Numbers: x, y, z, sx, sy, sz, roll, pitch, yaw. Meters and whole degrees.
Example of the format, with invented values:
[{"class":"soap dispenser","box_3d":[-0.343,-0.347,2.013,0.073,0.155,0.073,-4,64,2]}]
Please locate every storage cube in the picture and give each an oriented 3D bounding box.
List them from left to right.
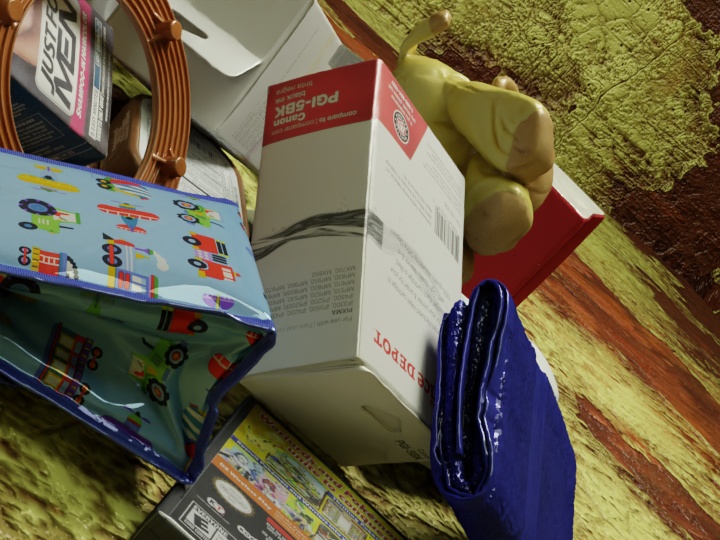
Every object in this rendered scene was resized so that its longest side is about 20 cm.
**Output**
[{"class":"storage cube","box_3d":[0.101,-0.049,1.271,0.200,0.180,0.171,47,15,9]}]

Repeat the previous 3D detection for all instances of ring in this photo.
[{"class":"ring","box_3d":[-0.152,-0.100,0.765,0.019,0.203,0.200,1,-6,27]}]

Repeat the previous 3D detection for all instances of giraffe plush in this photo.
[{"class":"giraffe plush","box_3d":[0.078,-0.083,1.015,0.162,0.172,0.201,14,40,-58]}]

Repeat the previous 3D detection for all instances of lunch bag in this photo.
[{"class":"lunch bag","box_3d":[-0.154,-0.005,0.636,0.199,0.095,0.151,24,17,-22]}]

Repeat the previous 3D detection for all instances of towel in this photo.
[{"class":"towel","box_3d":[0.088,0.120,0.822,0.201,0.049,0.149,61,32,-47]}]

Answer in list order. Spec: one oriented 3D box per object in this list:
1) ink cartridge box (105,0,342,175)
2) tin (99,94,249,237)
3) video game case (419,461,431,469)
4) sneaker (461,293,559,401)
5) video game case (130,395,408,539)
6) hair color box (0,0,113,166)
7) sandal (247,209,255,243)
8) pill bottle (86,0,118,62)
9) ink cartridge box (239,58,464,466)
[{"class":"ink cartridge box","box_3d":[-0.101,-0.171,1.045,0.128,0.126,0.200,37,-2,13]},{"class":"tin","box_3d":[-0.132,-0.065,0.963,0.112,0.042,0.200,34,17,-22]},{"class":"video game case","box_3d":[0.036,0.086,0.982,0.200,0.022,0.183,39,13,-51]},{"class":"sneaker","box_3d":[0.065,0.050,1.018,0.200,0.071,0.080,41,14,4]},{"class":"video game case","box_3d":[-0.010,0.163,0.677,0.200,0.026,0.181,43,14,-1]},{"class":"hair color box","box_3d":[-0.217,-0.143,0.745,0.200,0.060,0.101,44,36,-54]},{"class":"sandal","box_3d":[-0.045,-0.033,1.066,0.080,0.057,0.201,45,16,7]},{"class":"pill bottle","box_3d":[-0.228,-0.283,1.145,0.200,0.120,0.119,53,17,30]},{"class":"ink cartridge box","box_3d":[0.000,0.000,0.815,0.147,0.082,0.202,48,39,-51]}]
